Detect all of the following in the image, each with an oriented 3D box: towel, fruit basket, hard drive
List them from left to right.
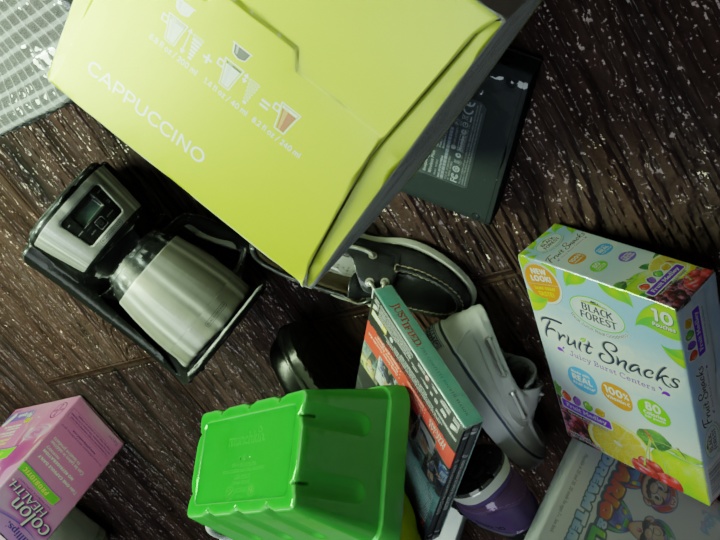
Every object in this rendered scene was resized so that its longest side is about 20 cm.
[{"bbox_3d":[-0.277,-0.210,0.779,0.200,0.086,0.166,-14,119,40],"label":"towel"},{"bbox_3d":[-0.020,0.188,0.815,0.215,0.156,0.216,5,159,2],"label":"fruit basket"},{"bbox_3d":[0.021,-0.125,0.709,0.200,0.033,0.140,22,137,12],"label":"hard drive"}]

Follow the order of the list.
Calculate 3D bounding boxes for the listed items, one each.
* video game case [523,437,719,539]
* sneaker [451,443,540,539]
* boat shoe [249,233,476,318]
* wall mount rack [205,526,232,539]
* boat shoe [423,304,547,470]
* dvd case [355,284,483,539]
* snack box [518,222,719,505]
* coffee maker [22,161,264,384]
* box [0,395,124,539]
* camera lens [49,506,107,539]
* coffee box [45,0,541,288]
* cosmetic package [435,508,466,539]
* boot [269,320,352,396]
[{"bbox_3d":[0.228,0.247,0.804,0.182,0.200,0.024,37,149,-4],"label":"video game case"},{"bbox_3d":[0.101,0.205,0.888,0.088,0.076,0.200,48,170,-12],"label":"sneaker"},{"bbox_3d":[0.000,0.000,0.820,0.200,0.060,0.074,25,136,9],"label":"boat shoe"},{"bbox_3d":[-0.051,0.288,0.949,0.200,0.075,0.174,-3,139,-6],"label":"wall mount rack"},{"bbox_3d":[0.129,0.106,0.833,0.065,0.074,0.200,-32,131,10],"label":"boat shoe"},{"bbox_3d":[0.041,0.127,0.813,0.146,0.022,0.200,56,152,33],"label":"dvd case"},{"bbox_3d":[0.208,0.071,0.728,0.142,0.053,0.200,22,142,47],"label":"snack box"},{"bbox_3d":[-0.214,0.011,0.911,0.200,0.135,0.192,40,139,-6],"label":"coffee maker"},{"bbox_3d":[-0.447,0.277,1.259,0.176,0.200,0.097,-15,120,41],"label":"box"},{"bbox_3d":[-0.503,0.416,1.455,0.200,0.160,0.160,43,138,-10],"label":"camera lens"},{"bbox_3d":[-0.022,-0.153,0.553,0.200,0.198,0.200,38,128,1],"label":"coffee box"},{"bbox_3d":[0.003,0.282,1.027,0.200,0.052,0.151,19,93,14],"label":"cosmetic package"},{"bbox_3d":[-0.079,0.166,0.956,0.158,0.079,0.211,-22,108,15],"label":"boot"}]
